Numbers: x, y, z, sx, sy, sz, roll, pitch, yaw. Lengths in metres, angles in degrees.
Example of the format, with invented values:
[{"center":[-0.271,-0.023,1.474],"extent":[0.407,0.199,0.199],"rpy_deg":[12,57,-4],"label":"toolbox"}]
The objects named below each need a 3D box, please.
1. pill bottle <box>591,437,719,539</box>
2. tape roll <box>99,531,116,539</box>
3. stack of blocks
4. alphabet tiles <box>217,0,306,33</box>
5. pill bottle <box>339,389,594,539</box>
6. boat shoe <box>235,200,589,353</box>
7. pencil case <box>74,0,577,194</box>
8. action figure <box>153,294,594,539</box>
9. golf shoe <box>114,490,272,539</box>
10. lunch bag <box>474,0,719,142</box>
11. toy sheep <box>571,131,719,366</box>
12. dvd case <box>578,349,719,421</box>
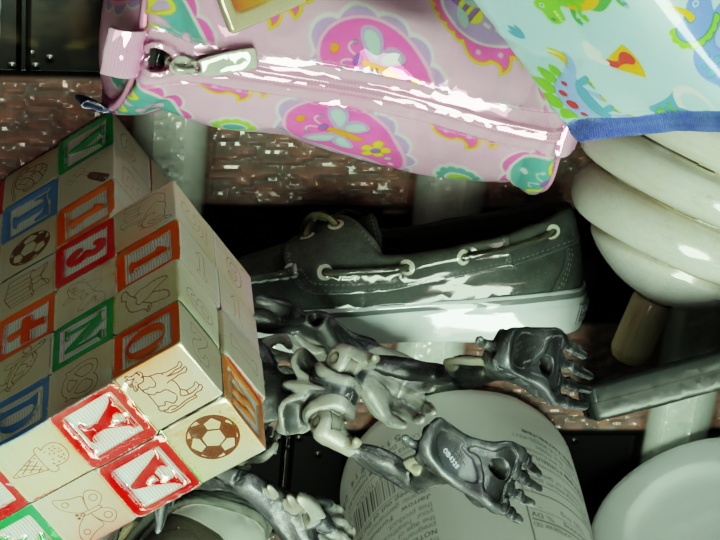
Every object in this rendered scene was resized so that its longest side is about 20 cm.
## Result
[{"center":[0.192,0.185,1.187],"extent":[0.112,0.112,0.200],"rpy_deg":[-22,125,8],"label":"pill bottle"},{"center":[-0.170,0.152,1.141],"extent":[0.202,0.071,0.203],"rpy_deg":[-4,125,-5],"label":"tape roll"},{"center":[-0.105,0.019,0.979],"extent":[0.115,0.200,0.059],"rpy_deg":[-30,121,12],"label":"stack of blocks"},{"center":[-0.016,-0.189,0.917],"extent":[0.200,0.006,0.167],"rpy_deg":[-25,116,-13],"label":"alphabet tiles"},{"center":[0.055,0.155,1.094],"extent":[0.114,0.200,0.115],"rpy_deg":[-3,125,-5],"label":"pill bottle"},{"center":[0.000,0.000,1.069],"extent":[0.199,0.069,0.057],"rpy_deg":[-2,103,-6],"label":"boat shoe"},{"center":[-0.009,-0.085,0.991],"extent":[0.199,0.088,0.088],"rpy_deg":[10,123,-15],"label":"pencil case"},{"center":[-0.011,0.065,0.984],"extent":[0.200,0.119,0.102],"rpy_deg":[0,147,38],"label":"action figure"},{"center":[-0.101,0.177,1.070],"extent":[0.078,0.095,0.200],"rpy_deg":[17,122,-20],"label":"golf shoe"},{"center":[0.111,-0.175,0.903],"extent":[0.170,0.127,0.200],"rpy_deg":[48,65,-29],"label":"lunch bag"},{"center":[0.153,-0.049,1.006],"extent":[0.138,0.138,0.200],"rpy_deg":[22,99,-21],"label":"toy sheep"},{"center":[0.164,0.040,1.052],"extent":[0.142,0.200,0.018],"rpy_deg":[-16,86,3],"label":"dvd case"}]
